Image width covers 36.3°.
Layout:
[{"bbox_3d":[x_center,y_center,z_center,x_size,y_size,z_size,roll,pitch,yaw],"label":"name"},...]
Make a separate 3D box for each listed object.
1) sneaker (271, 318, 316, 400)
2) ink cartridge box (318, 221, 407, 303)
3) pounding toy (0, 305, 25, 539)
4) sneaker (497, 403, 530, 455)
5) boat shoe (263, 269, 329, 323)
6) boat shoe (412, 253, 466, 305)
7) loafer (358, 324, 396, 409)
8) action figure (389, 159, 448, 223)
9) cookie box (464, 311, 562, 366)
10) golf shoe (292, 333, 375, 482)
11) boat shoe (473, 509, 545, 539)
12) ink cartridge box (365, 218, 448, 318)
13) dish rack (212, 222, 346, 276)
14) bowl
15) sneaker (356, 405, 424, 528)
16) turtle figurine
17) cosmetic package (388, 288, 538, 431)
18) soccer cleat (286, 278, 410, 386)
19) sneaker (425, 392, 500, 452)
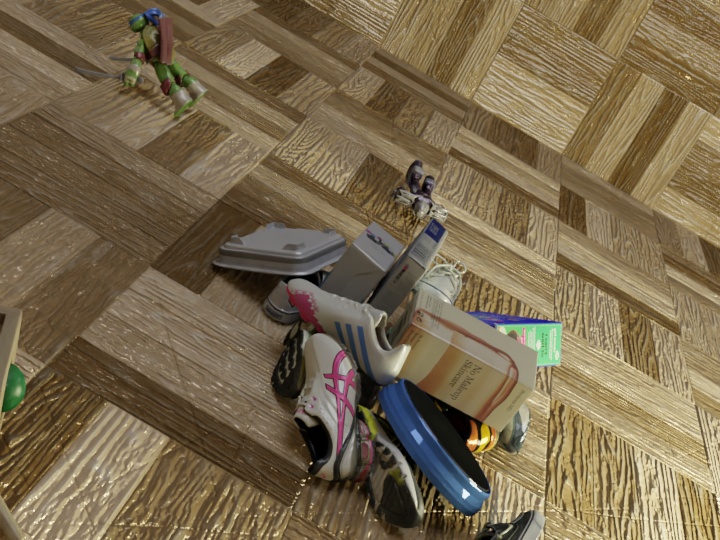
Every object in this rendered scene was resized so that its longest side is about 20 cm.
[{"bbox_3d":[-0.062,0.124,1.511,0.088,0.077,0.201,35,24,-9],"label":"sneaker"},{"bbox_3d":[0.000,0.000,1.654,0.068,0.116,0.200,39,18,1],"label":"ink cartridge box"},{"bbox_3d":[-0.396,0.134,1.034,0.196,0.144,0.185,11,27,-15],"label":"pounding toy"},{"bbox_3d":[0.189,0.209,1.649,0.085,0.079,0.200,14,18,-19],"label":"sneaker"},{"bbox_3d":[-0.079,0.025,1.690,0.073,0.066,0.200,33,22,8],"label":"boat shoe"},{"bbox_3d":[0.129,0.017,1.726,0.074,0.087,0.202,37,0,2],"label":"boat shoe"},{"bbox_3d":[0.031,0.144,1.580,0.062,0.073,0.200,34,32,13],"label":"loafer"},{"bbox_3d":[0.127,-0.152,2.308,0.129,0.070,0.201,33,26,-12],"label":"action figure"},{"bbox_3d":[0.203,0.110,1.756,0.169,0.077,0.198,6,3,42],"label":"cookie box"},{"bbox_3d":[-0.044,0.166,1.375,0.091,0.073,0.203,10,52,-37],"label":"golf shoe"},{"bbox_3d":[0.173,0.339,1.351,0.063,0.071,0.199,36,25,12],"label":"boat shoe"},{"bbox_3d":[0.046,0.030,1.654,0.043,0.201,0.197,39,22,-1],"label":"ink cartridge box"},{"bbox_3d":[-0.119,-0.038,1.708,0.168,0.044,0.199,6,13,22],"label":"dish rack"},{"bbox_3d":[0.100,0.226,1.428,0.201,0.039,0.201,50,8,-9],"label":"bowl"},{"bbox_3d":[0.046,0.244,1.385,0.083,0.075,0.201,15,27,-32],"label":"sneaker"},{"bbox_3d":[-0.405,-0.378,2.109,0.195,0.200,0.144,48,-1,-5],"label":"turtle figurine"},{"bbox_3d":[0.140,0.126,1.542,0.197,0.104,0.088,27,36,-6],"label":"cosmetic package"},{"bbox_3d":[-0.013,0.066,1.497,0.200,0.087,0.070,44,16,13],"label":"soccer cleat"},{"bbox_3d":[0.115,0.185,1.594,0.200,0.071,0.089,46,24,28],"label":"sneaker"}]
